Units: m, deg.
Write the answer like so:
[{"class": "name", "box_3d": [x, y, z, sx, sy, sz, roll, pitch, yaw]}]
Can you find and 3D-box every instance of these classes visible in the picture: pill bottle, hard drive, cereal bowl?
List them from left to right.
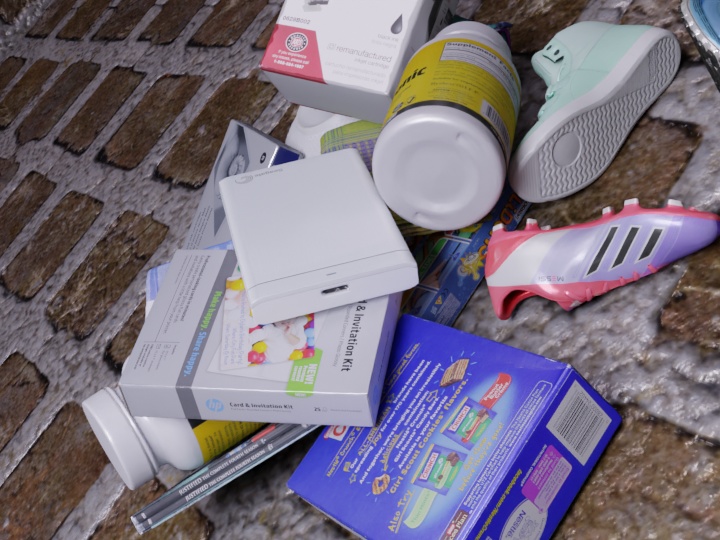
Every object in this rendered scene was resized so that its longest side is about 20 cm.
[{"class": "pill bottle", "box_3d": [-0.131, 0.098, 0.959, 0.199, 0.114, 0.112, -32, 27, -21]}, {"class": "hard drive", "box_3d": [-0.041, -0.035, 0.921, 0.130, 0.027, 0.201, -14, 33, -7]}, {"class": "cereal bowl", "box_3d": [-0.011, -0.163, 1.229, 0.199, 0.083, 0.202, -31, 36, 25]}, {"class": "pill bottle", "box_3d": [0.081, -0.134, 0.961, 0.110, 0.112, 0.201, -25, 26, 30]}]

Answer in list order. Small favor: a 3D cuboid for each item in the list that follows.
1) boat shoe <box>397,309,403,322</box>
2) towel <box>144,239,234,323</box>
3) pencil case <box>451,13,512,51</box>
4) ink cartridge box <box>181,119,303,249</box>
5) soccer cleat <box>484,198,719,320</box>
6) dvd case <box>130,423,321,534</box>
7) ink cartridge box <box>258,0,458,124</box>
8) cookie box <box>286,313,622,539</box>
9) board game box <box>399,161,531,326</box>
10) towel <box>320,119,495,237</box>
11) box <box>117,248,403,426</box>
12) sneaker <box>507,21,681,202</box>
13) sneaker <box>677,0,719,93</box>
[{"class": "boat shoe", "box_3d": [0.000, 0.000, 0.994, 0.061, 0.072, 0.202, -23, 45, 8]}, {"class": "towel", "box_3d": [-0.169, 0.080, 1.082, 0.146, 0.024, 0.204, -15, 68, 45]}, {"class": "pencil case", "box_3d": [0.058, -0.232, 1.142, 0.198, 0.092, 0.086, 22, 107, 27]}, {"class": "ink cartridge box", "box_3d": [-0.153, -0.067, 1.269, 0.200, 0.040, 0.202, 32, 102, 59]}, {"class": "soccer cleat", "box_3d": [0.183, -0.007, 0.857, 0.198, 0.066, 0.078, -7, 79, 39]}, {"class": "dvd case", "box_3d": [-0.088, 0.150, 0.957, 0.199, 0.022, 0.146, -33, -2, 20]}, {"class": "ink cartridge box", "box_3d": [0.009, -0.255, 1.072, 0.145, 0.083, 0.203, 15, 79, 23]}, {"class": "cookie box", "box_3d": [0.062, 0.133, 0.817, 0.172, 0.075, 0.199, -54, 32, -13]}, {"class": "board game box", "box_3d": [0.064, -0.017, 1.019, 0.201, 0.034, 0.135, -55, 32, -13]}, {"class": "towel", "box_3d": [0.036, -0.090, 1.027, 0.141, 0.023, 0.201, -13, 36, -2]}, {"class": "box", "box_3d": [-0.073, 0.049, 0.883, 0.196, 0.042, 0.157, 2, 43, 13]}, {"class": "sneaker", "box_3d": [0.178, -0.143, 0.985, 0.200, 0.074, 0.118, -44, 37, -14]}, {"class": "sneaker", "box_3d": [0.311, -0.217, 0.910, 0.089, 0.078, 0.202, -24, 38, 26]}]
